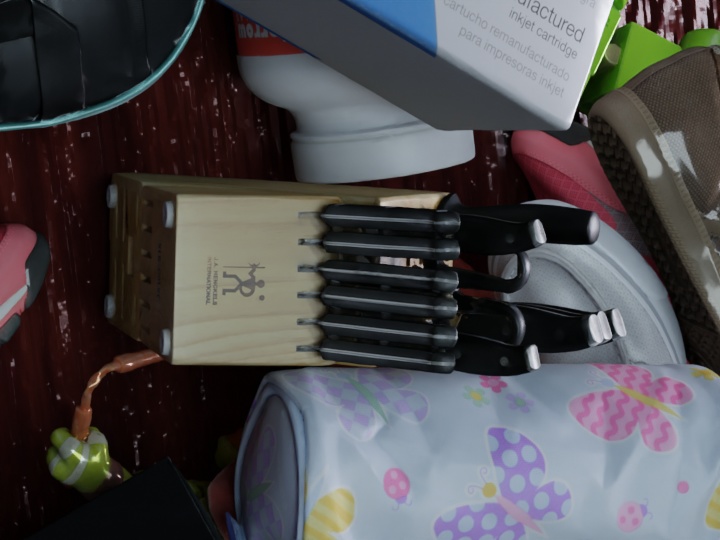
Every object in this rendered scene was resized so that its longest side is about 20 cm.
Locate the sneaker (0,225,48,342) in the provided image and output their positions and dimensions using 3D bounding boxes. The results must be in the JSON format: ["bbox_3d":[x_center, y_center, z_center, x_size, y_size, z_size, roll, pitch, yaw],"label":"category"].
[{"bbox_3d":[-0.213,0.021,0.829,0.199,0.074,0.087,-30,105,-18],"label":"sneaker"}]

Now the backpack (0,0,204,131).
[{"bbox_3d":[-0.147,-0.148,0.805,0.175,0.153,0.202,-12,92,-23],"label":"backpack"}]

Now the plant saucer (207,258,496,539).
[{"bbox_3d":[0.043,0.121,0.934,0.200,0.037,0.201,-43,112,-44],"label":"plant saucer"}]

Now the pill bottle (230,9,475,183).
[{"bbox_3d":[-0.003,-0.141,0.893,0.112,0.112,0.202,-11,99,-23],"label":"pill bottle"}]

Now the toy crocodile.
[{"bbox_3d":[0.116,-0.090,0.984,0.199,0.062,0.068,31,67,-21],"label":"toy crocodile"}]

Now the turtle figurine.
[{"bbox_3d":[-0.070,0.127,0.905,0.162,0.064,0.200,-55,140,3],"label":"turtle figurine"}]

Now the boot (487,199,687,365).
[{"bbox_3d":[0.105,0.073,0.925,0.201,0.073,0.096,59,32,-23],"label":"boot"}]

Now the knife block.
[{"bbox_3d":[0.000,0.000,0.851,0.174,0.200,0.065,1,95,-17],"label":"knife block"}]

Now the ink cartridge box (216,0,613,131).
[{"bbox_3d":[0.035,-0.171,0.797,0.144,0.084,0.201,26,78,-34],"label":"ink cartridge box"}]

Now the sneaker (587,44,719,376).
[{"bbox_3d":[0.169,-0.003,0.928,0.075,0.070,0.201,-32,116,-8],"label":"sneaker"}]

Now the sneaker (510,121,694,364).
[{"bbox_3d":[0.118,0.020,0.985,0.087,0.074,0.201,-41,110,-14],"label":"sneaker"}]

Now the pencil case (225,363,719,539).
[{"bbox_3d":[0.052,0.080,0.830,0.199,0.091,0.083,-1,139,-22],"label":"pencil case"}]

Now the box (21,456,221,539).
[{"bbox_3d":[-0.086,0.192,0.846,0.140,0.079,0.201,-27,129,-5],"label":"box"}]
